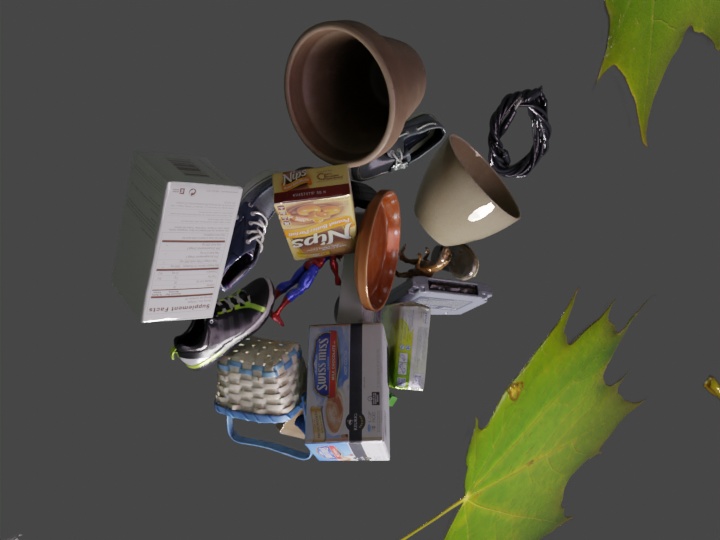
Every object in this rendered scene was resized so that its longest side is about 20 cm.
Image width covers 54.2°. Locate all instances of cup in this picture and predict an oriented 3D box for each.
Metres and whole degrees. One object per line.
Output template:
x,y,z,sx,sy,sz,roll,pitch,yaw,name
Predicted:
0.183,-0.130,1.317,0.143,0.203,0.198,-41,145,23,cup

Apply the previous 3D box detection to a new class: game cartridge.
0.152,0.054,1.431,0.196,0.133,0.043,7,72,-29,game cartridge

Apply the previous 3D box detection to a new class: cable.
0.326,-0.270,1.445,0.162,0.051,0.203,-32,136,-24,cable

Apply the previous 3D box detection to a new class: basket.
-0.160,0.220,1.203,0.139,0.172,0.205,-36,130,-61,basket

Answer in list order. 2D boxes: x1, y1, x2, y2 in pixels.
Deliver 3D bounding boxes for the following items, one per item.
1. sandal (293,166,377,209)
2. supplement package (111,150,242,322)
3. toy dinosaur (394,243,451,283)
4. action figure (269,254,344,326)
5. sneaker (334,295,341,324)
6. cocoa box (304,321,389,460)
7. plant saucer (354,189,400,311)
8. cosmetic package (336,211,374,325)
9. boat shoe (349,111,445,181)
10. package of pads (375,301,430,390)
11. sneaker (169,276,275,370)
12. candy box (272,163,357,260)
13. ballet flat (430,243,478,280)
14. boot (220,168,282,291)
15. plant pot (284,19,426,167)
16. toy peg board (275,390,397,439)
-0.039,-0.122,1.178,0.198,0.076,0.048,10,127,-47,sandal
-0.258,-0.046,0.978,0.116,0.116,0.204,-2,118,-43,supplement package
0.109,0.010,1.406,0.200,0.105,0.061,-46,-167,55,toy dinosaur
-0.076,0.013,1.238,0.201,0.065,0.099,-53,133,-1,action figure
0.015,0.015,1.335,0.080,0.073,0.203,-1,120,-62,sneaker
-0.019,0.205,1.182,0.128,0.204,0.134,-3,154,6,cocoa box
0.028,-0.034,1.182,0.200,0.032,0.206,8,90,-74,plant saucer
0.000,0.000,1.247,0.082,0.049,0.205,-19,116,-73,cosmetic package
0.065,-0.211,1.222,0.198,0.061,0.074,-34,136,-23,boat shoe
0.075,0.139,1.327,0.067,0.200,0.159,7,84,-11,package of pads
-0.221,0.079,1.135,0.200,0.071,0.083,-46,138,-10,sneaker
-0.065,-0.085,1.094,0.112,0.057,0.201,-7,156,1,candy box
0.192,-0.017,1.384,0.045,0.200,0.069,16,90,-16,ballet flat
-0.166,-0.060,1.078,0.201,0.090,0.073,-50,140,-5,boot
0.010,-0.275,1.054,0.174,0.197,0.204,-34,140,-49,plant pot
-0.035,0.282,1.435,0.199,0.097,0.201,29,95,-49,toy peg board
